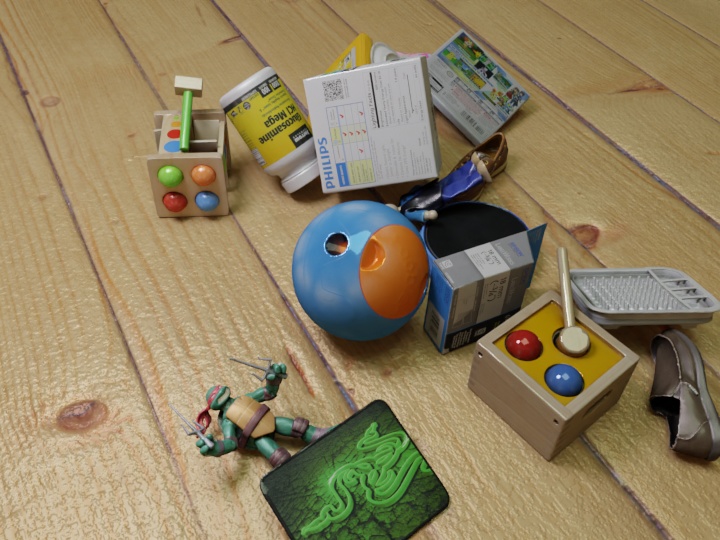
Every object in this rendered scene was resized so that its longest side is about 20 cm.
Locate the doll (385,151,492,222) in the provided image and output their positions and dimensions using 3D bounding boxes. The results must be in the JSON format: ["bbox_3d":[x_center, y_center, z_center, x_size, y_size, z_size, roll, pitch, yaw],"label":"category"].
[{"bbox_3d":[0.122,-0.130,1.259,0.199,0.049,0.137,-28,28,9],"label":"doll"}]

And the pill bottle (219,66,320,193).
[{"bbox_3d":[-0.147,-0.241,1.288,0.112,0.201,0.113,-31,14,9],"label":"pill bottle"}]

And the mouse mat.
[{"bbox_3d":[-0.004,0.269,0.899,0.199,0.008,0.161,-29,76,-28],"label":"mouse mat"}]

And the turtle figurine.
[{"bbox_3d":[-0.135,0.190,0.946,0.199,0.101,0.150,31,69,4],"label":"turtle figurine"}]

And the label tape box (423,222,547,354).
[{"bbox_3d":[0.198,0.026,1.084,0.199,0.145,0.063,-18,49,-19],"label":"label tape box"}]

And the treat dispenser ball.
[{"bbox_3d":[0.000,0.000,1.063,0.199,0.202,0.202,1,46,-1],"label":"treat dispenser ball"}]

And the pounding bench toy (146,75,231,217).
[{"bbox_3d":[-0.292,-0.207,1.250,0.123,0.201,0.157,-2,45,-5],"label":"pounding bench toy"}]

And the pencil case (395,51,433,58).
[{"bbox_3d":[0.138,-0.415,1.547,0.199,0.088,0.088,5,46,1],"label":"pencil case"}]

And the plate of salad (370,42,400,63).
[{"bbox_3d":[0.070,-0.347,1.435,0.048,0.200,0.201,-23,37,29],"label":"plate of salad"}]

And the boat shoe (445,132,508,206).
[{"bbox_3d":[0.206,-0.187,1.343,0.072,0.068,0.200,29,52,23],"label":"boat shoe"}]

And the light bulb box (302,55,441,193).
[{"bbox_3d":[0.025,-0.250,1.259,0.199,0.200,0.125,-7,16,12],"label":"light bulb box"}]

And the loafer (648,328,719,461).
[{"bbox_3d":[0.433,0.163,1.012,0.070,0.073,0.201,0,45,-2],"label":"loafer"}]

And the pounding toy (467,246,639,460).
[{"bbox_3d":[0.268,0.107,1.012,0.199,0.143,0.184,-30,55,-27],"label":"pounding toy"}]

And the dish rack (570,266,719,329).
[{"bbox_3d":[0.418,0.044,1.118,0.199,0.044,0.172,0,22,-3],"label":"dish rack"}]

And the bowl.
[{"bbox_3d":[0.193,-0.042,1.223,0.199,0.040,0.201,1,46,-1],"label":"bowl"}]

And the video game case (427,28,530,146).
[{"bbox_3d":[0.220,-0.367,1.475,0.200,0.022,0.182,44,63,1],"label":"video game case"}]

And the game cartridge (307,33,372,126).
[{"bbox_3d":[-0.042,-0.345,1.426,0.032,0.176,0.201,31,38,-27],"label":"game cartridge"}]
